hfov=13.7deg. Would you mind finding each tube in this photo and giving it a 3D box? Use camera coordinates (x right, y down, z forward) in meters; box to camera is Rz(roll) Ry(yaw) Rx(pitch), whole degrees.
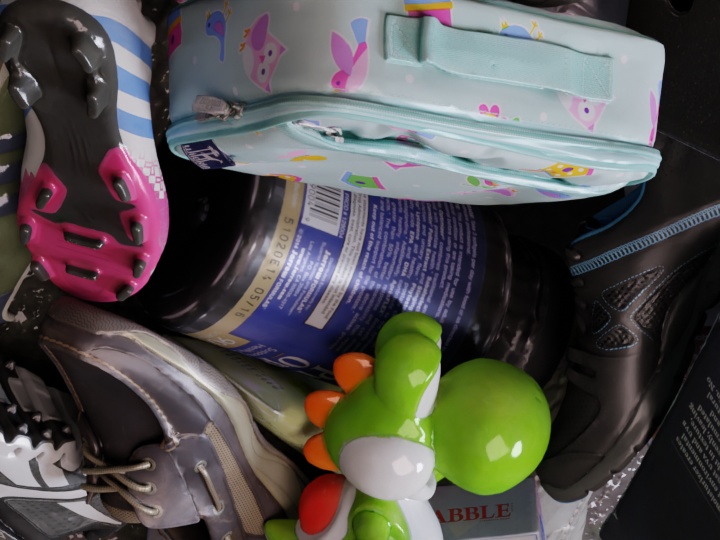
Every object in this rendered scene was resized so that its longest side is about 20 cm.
[{"bbox_3d":[-0.015,0.072,1.457,0.058,0.052,0.200,-16,158,27],"label":"tube"}]

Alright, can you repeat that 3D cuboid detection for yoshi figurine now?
[{"bbox_3d":[0.033,0.114,1.389,0.112,0.112,0.201,-13,130,-32],"label":"yoshi figurine"}]

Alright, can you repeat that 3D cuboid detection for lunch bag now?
[{"bbox_3d":[0.022,-0.075,1.274,0.199,0.160,0.078,7,86,-31],"label":"lunch bag"}]

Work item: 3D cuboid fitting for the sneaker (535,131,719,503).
[{"bbox_3d":[0.126,0.015,1.410,0.082,0.073,0.201,28,107,-3],"label":"sneaker"}]

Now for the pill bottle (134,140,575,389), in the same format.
[{"bbox_3d":[0.000,0.000,1.417,0.199,0.112,0.112,21,113,-32],"label":"pill bottle"}]

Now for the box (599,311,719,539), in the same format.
[{"bbox_3d":[0.246,0.088,1.390,0.199,0.124,0.199,-16,150,-27],"label":"box"}]

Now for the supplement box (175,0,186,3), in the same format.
[{"bbox_3d":[-0.025,-0.222,1.243,0.199,0.103,0.131,-29,114,-2],"label":"supplement box"}]

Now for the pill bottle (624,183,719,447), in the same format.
[{"bbox_3d":[0.187,0.017,1.508,0.112,0.112,0.201,-21,129,-8],"label":"pill bottle"}]

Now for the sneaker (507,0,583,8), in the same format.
[{"bbox_3d":[0.069,-0.151,1.236,0.082,0.200,0.078,-20,85,-14],"label":"sneaker"}]

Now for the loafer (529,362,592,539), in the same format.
[{"bbox_3d":[0.089,0.127,1.570,0.070,0.070,0.200,21,122,-26],"label":"loafer"}]

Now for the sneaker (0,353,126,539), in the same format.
[{"bbox_3d":[-0.167,0.091,1.425,0.200,0.067,0.091,18,120,-47],"label":"sneaker"}]

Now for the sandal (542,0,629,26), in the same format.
[{"bbox_3d":[0.045,-0.177,1.356,0.206,0.059,0.079,38,96,-15],"label":"sandal"}]

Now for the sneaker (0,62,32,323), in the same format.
[{"bbox_3d":[-0.162,-0.056,1.347,0.090,0.067,0.201,6,117,-42],"label":"sneaker"}]

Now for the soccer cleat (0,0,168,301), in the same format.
[{"bbox_3d":[-0.110,-0.069,1.284,0.069,0.087,0.200,12,143,10],"label":"soccer cleat"}]

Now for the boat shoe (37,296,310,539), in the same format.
[{"bbox_3d":[-0.089,0.086,1.385,0.073,0.074,0.200,-58,137,-17],"label":"boat shoe"}]

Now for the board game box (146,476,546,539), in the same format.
[{"bbox_3d":[0.006,0.195,1.546,0.199,0.041,0.200,-6,133,6],"label":"board game box"}]

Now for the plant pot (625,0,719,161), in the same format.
[{"bbox_3d":[0.225,-0.130,1.327,0.177,0.200,0.200,-30,138,-43],"label":"plant pot"}]
